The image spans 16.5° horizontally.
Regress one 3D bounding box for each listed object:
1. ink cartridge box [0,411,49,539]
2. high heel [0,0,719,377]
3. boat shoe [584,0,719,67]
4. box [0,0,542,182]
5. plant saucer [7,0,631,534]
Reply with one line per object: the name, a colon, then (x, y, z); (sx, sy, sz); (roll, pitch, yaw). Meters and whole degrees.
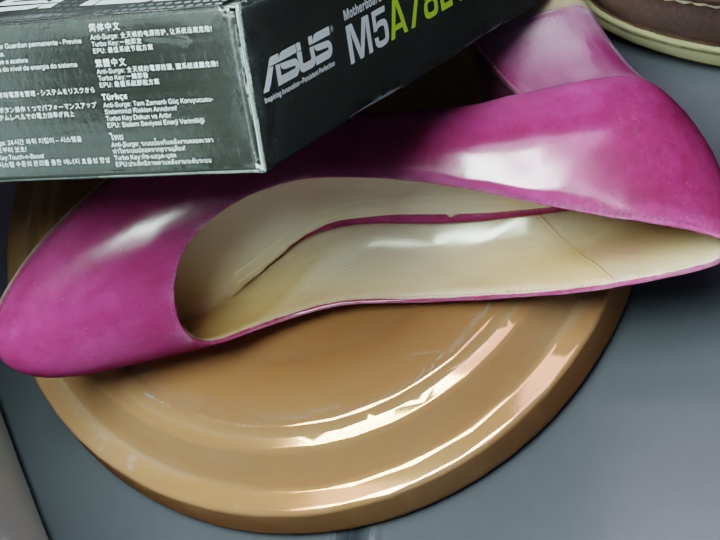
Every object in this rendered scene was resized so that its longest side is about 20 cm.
ink cartridge box: (-0.193, 0.103, 0.683); (0.200, 0.147, 0.146); (-27, 60, 3)
high heel: (0.000, 0.000, 0.681); (0.200, 0.067, 0.096); (-22, 50, -8)
boat shoe: (0.153, -0.101, 0.712); (0.199, 0.072, 0.072); (6, 68, 20)
box: (-0.070, -0.069, 0.673); (0.199, 0.193, 0.048); (0, 106, 28)
plant saucer: (-0.015, -0.020, 0.750); (0.200, 0.032, 0.201); (-7, 63, 14)
